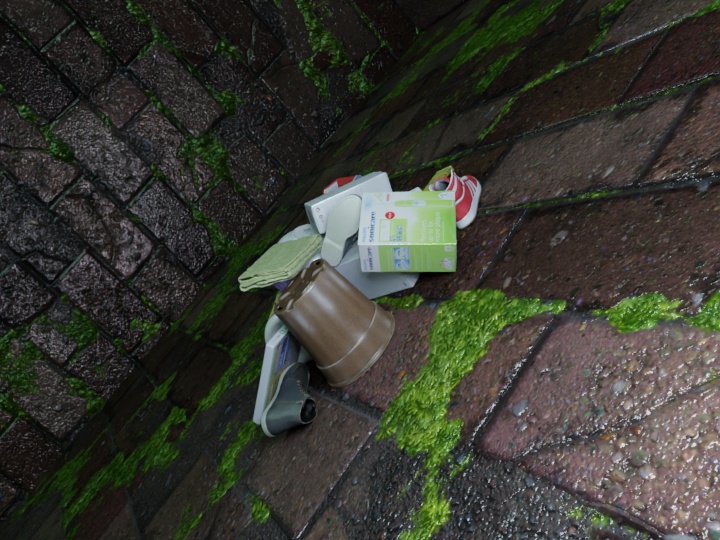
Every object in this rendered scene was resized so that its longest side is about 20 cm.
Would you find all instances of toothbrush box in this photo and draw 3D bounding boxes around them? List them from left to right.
[{"bbox_3d":[0.097,-0.080,1.334,0.193,0.087,0.149,-1,50,8],"label":"toothbrush box"}]

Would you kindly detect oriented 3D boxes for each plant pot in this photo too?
[{"bbox_3d":[-0.062,0.098,1.354,0.199,0.198,0.202,-39,20,17],"label":"plant pot"}]

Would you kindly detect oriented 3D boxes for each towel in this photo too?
[{"bbox_3d":[-0.173,-0.018,1.447,0.144,0.037,0.201,-11,23,26],"label":"towel"},{"bbox_3d":[0.173,-0.193,1.739,0.202,0.018,0.086,-54,14,-18],"label":"towel"}]

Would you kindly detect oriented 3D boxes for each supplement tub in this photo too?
[{"bbox_3d":[-0.148,0.114,1.601,0.144,0.146,0.202,-37,19,22],"label":"supplement tub"}]

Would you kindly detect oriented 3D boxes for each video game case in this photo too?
[{"bbox_3d":[-0.173,0.202,1.428,0.182,0.021,0.205,-51,-23,-61],"label":"video game case"}]

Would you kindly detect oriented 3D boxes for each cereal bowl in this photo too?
[{"bbox_3d":[-0.119,-0.056,1.601,0.193,0.086,0.202,-4,29,2],"label":"cereal bowl"}]

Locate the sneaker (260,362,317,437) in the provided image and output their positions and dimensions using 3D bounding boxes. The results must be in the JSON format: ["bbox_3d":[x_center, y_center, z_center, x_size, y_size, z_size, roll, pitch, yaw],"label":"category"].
[{"bbox_3d":[-0.123,0.263,1.375,0.104,0.076,0.202,-18,27,27],"label":"sneaker"}]

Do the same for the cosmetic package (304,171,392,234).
[{"bbox_3d":[-0.027,-0.160,1.538,0.195,0.076,0.102,-24,14,-10],"label":"cosmetic package"}]

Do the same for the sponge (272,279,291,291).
[{"bbox_3d":[-0.132,0.028,1.571,0.110,0.031,0.198,-24,34,-35],"label":"sponge"}]

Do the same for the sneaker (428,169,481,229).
[{"bbox_3d":[0.213,-0.189,1.477,0.071,0.113,0.202,-34,21,28],"label":"sneaker"}]

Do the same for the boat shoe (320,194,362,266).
[{"bbox_3d":[-0.035,-0.099,1.459,0.062,0.072,0.203,-51,-10,-47],"label":"boat shoe"}]

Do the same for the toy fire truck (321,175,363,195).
[{"bbox_3d":[-0.006,-0.160,1.735,0.166,0.203,0.112,-36,14,-12],"label":"toy fire truck"}]

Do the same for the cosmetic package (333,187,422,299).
[{"bbox_3d":[0.068,-0.057,1.514,0.197,0.123,0.202,-20,32,53],"label":"cosmetic package"}]

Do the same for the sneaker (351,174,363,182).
[{"bbox_3d":[0.062,-0.163,1.651,0.113,0.200,0.082,-3,48,50],"label":"sneaker"}]
